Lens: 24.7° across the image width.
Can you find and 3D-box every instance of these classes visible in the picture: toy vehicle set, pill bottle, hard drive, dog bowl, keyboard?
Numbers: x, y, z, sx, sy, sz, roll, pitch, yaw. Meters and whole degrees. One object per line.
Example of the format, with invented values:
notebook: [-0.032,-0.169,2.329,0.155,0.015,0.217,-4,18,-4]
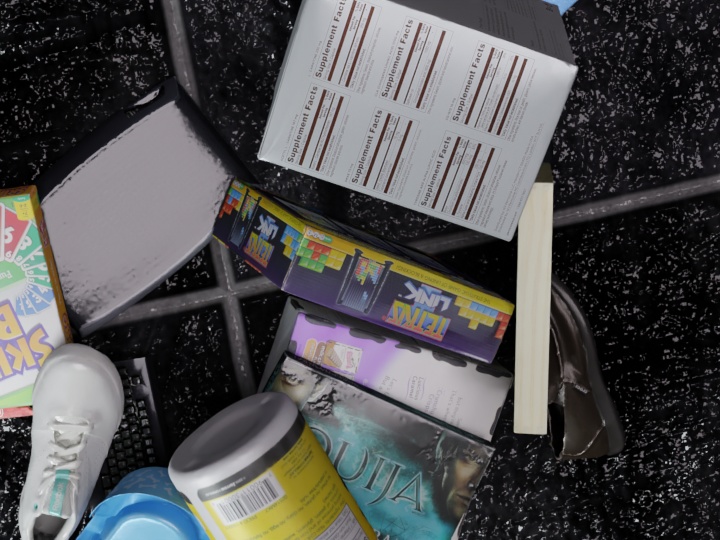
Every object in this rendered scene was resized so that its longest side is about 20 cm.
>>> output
toy vehicle set: [0.139,0.019,1.333,0.026,0.124,0.201,1,102,5]
pill bottle: [-0.055,0.206,1.296,0.114,0.114,0.201,-32,107,-4]
hard drive: [-0.191,-0.049,1.357,0.200,0.042,0.135,-40,106,-2]
dog bowl: [-0.187,0.239,1.368,0.111,0.050,0.200,33,124,-9]
keyboard: [-0.174,0.169,1.412,0.126,0.021,0.201,-11,104,-6]

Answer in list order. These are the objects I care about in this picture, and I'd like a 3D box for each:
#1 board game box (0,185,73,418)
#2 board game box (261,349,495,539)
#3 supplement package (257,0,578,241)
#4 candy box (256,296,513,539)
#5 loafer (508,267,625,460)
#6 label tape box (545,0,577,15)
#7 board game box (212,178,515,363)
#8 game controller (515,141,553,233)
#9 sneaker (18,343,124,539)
board game box: [-0.288,0.033,1.335,0.095,0.030,0.201,-7,115,7]
board game box: [-0.004,0.166,1.371,0.199,0.028,0.136,24,97,-14]
supplement package: [0.042,-0.147,1.257,0.199,0.191,0.148,18,112,-5]
candy box: [0.010,0.134,1.419,0.199,0.072,0.169,17,97,-14]
loafer: [0.170,0.085,1.441,0.071,0.073,0.201,-25,105,-7]
label tape box: [0.094,-0.266,1.362,0.143,0.066,0.200,-42,104,-1]
board game box: [0.000,0.000,1.323,0.199,0.165,0.057,20,97,-27]
game controller: [0.070,-0.109,1.407,0.199,0.042,0.105,25,81,-16]
sneaker: [-0.238,0.157,1.332,0.075,0.089,0.201,11,120,-7]
